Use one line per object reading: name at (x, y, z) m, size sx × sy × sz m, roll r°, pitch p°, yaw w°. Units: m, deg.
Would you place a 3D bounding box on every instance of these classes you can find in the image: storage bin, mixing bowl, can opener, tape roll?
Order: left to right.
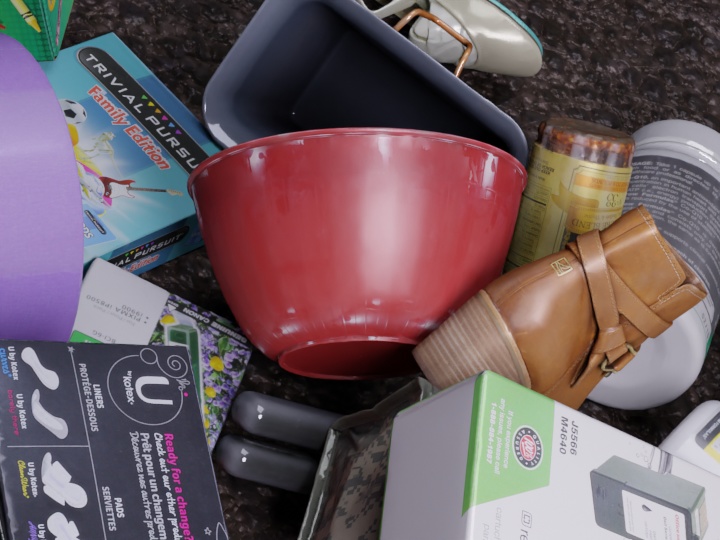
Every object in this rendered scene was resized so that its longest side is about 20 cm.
tape roll at (-0.224, -0.029, 1.296) m, size 0.065 × 0.200 × 0.200 m, roll -5°, pitch 51°, yaw -33°
mixing bowl at (0.000, 0.000, 1.368) m, size 0.199 × 0.200 × 0.109 m, roll 5°, pitch 73°, yaw -25°
can opener at (0.003, 0.110, 1.391) m, size 0.199 × 0.054 × 0.067 m, roll 17°, pitch 8°, yaw -29°
storage bin at (0.021, -0.097, 1.542) m, size 0.200 × 0.146 × 0.134 m, roll 37°, pitch 10°, yaw 9°

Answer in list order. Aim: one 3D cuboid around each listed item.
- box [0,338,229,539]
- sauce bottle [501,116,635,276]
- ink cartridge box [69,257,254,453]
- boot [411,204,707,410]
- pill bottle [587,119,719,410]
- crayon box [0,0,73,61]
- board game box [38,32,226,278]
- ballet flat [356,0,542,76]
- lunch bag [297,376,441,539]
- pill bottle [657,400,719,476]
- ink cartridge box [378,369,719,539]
box at (-0.154, 0.138, 1.155) m, size 0.114 × 0.200 × 0.133 m, roll 2°, pitch 57°, yaw -28°
sauce bottle at (0.119, 0.008, 1.462) m, size 0.066 × 0.201 × 0.066 m, roll 11°, pitch 13°, yaw -2°
ink cartridge box at (-0.137, 0.091, 1.339) m, size 0.109 × 0.050 × 0.200 m, roll 26°, pitch 40°, yaw -5°
boot at (0.126, 0.045, 1.357) m, size 0.077 × 0.155 × 0.200 m, roll 59°, pitch 5°, yaw 37°
pill bottle at (0.193, -0.009, 1.581) m, size 0.113 × 0.113 × 0.200 m, roll 29°, pitch 41°, yaw 0°
crayon box at (-0.242, -0.215, 1.548) m, size 0.118 × 0.058 × 0.200 m, roll -1°, pitch 41°, yaw 8°
board game box at (-0.183, -0.060, 1.469) m, size 0.151 × 0.047 × 0.200 m, roll 45°, pitch 43°, yaw 18°
ballet flat at (0.040, -0.192, 1.727) m, size 0.200 × 0.070 × 0.069 m, roll 39°, pitch 42°, yaw 14°
lunch bag at (0.045, 0.186, 1.276) m, size 0.164 × 0.117 × 0.201 m, roll 30°, pitch 57°, yaw -21°
pill bottle at (0.251, 0.179, 1.422) m, size 0.200 × 0.112 × 0.112 m, roll 41°, pitch 42°, yaw 13°
ink cartridge box at (0.110, 0.158, 1.203) m, size 0.199 × 0.084 × 0.146 m, roll 24°, pitch 57°, yaw -28°
